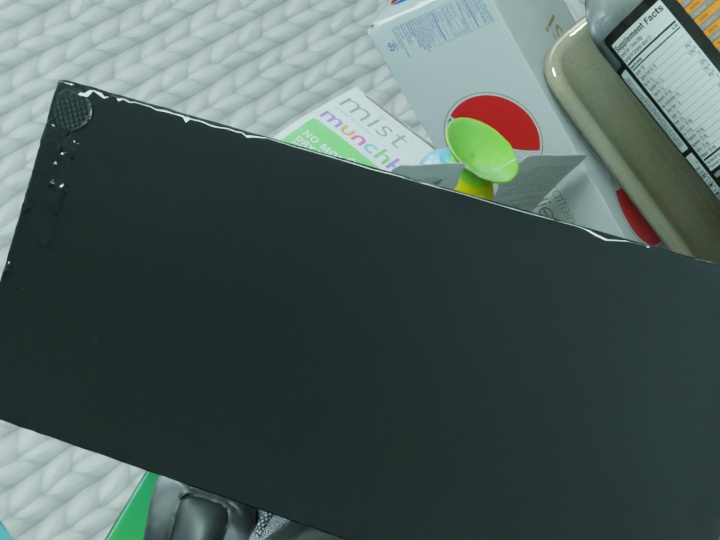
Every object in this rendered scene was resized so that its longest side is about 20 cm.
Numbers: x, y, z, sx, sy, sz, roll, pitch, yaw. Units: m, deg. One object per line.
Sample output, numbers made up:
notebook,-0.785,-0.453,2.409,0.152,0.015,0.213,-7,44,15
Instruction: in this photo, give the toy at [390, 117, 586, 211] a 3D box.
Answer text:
toy,0.000,0.000,0.871,0.115,0.047,0.200,-7,-29,-42

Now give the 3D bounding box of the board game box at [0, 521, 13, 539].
board game box,-0.133,0.175,0.644,0.047,0.151,0.200,-39,-4,14

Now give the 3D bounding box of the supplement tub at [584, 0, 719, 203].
supplement tub,0.172,-0.084,0.759,0.122,0.200,0.123,-37,-4,-3

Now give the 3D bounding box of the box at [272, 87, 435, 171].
box,0.021,0.034,1.053,0.097,0.200,0.177,-36,-21,-44

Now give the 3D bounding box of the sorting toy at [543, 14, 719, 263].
sorting toy,0.207,-0.082,0.858,0.200,0.185,0.036,-39,19,1

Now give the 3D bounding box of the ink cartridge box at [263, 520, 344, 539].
ink cartridge box,-0.072,0.155,0.468,0.147,0.083,0.200,-40,-5,24

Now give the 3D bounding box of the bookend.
bookend,0.025,0.027,0.570,0.199,0.199,0.092,15,-88,-73

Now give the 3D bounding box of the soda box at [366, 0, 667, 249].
soda box,0.086,-0.052,0.892,0.064,0.200,0.068,-19,23,32

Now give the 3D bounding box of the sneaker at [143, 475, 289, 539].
sneaker,-0.010,0.095,0.728,0.200,0.114,0.076,-44,-27,-9

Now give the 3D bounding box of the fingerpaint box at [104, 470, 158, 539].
fingerpaint box,-0.101,0.180,0.873,0.200,0.073,0.167,-59,-5,1
